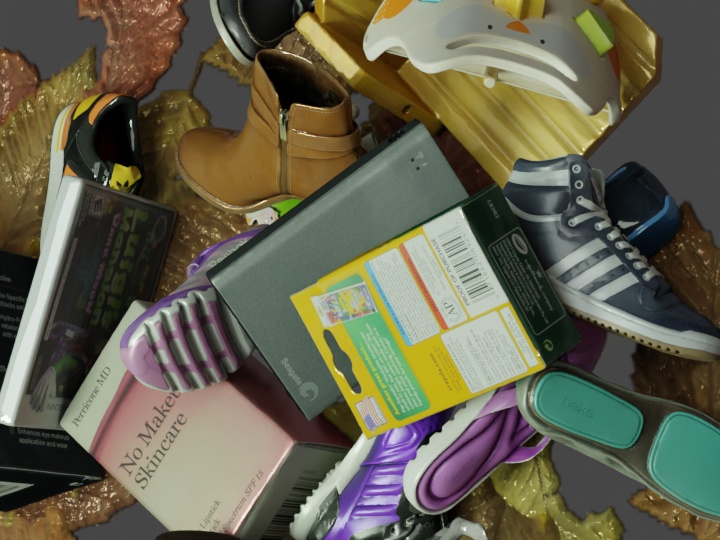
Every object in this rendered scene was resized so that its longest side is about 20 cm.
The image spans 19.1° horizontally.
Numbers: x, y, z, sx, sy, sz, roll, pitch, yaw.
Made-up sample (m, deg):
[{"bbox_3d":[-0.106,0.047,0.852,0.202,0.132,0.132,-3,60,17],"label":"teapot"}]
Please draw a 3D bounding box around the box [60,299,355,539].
[{"bbox_3d":[-0.121,0.134,1.716,0.200,0.109,0.128,38,101,29],"label":"box"}]

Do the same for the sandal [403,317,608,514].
[{"bbox_3d":[0.118,0.111,1.587,0.203,0.082,0.050,-48,44,6],"label":"sandal"}]

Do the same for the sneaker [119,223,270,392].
[{"bbox_3d":[-0.111,0.022,1.671,0.088,0.199,0.081,25,138,44],"label":"sneaker"}]

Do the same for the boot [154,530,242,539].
[{"bbox_3d":[-0.105,0.309,1.637,0.064,0.185,0.201,-104,37,-66],"label":"boot"}]

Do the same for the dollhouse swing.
[{"bbox_3d":[0.097,-0.180,1.623,0.200,0.181,0.176,-46,52,14],"label":"dollhouse swing"}]

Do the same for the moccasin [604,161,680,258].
[{"bbox_3d":[0.147,-0.006,1.615,0.199,0.080,0.069,-33,64,6],"label":"moccasin"}]

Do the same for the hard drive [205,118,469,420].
[{"bbox_3d":[0.000,0.000,1.627,0.199,0.140,0.033,-36,21,-5],"label":"hard drive"}]

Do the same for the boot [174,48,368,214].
[{"bbox_3d":[-0.075,-0.108,1.681,0.199,0.156,0.077,29,60,30],"label":"boot"}]

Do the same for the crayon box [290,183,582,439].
[{"bbox_3d":[0.051,0.033,1.542,0.199,0.051,0.127,-26,93,46],"label":"crayon box"}]

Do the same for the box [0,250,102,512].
[{"bbox_3d":[-0.332,0.089,1.796,0.117,0.196,0.202,-19,72,27],"label":"box"}]

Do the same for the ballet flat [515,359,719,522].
[{"bbox_3d":[0.201,0.118,1.543,0.199,0.064,0.068,27,87,-6],"label":"ballet flat"}]

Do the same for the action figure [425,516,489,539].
[{"bbox_3d":[0.013,0.273,1.595,0.192,0.201,0.105,-24,58,-8],"label":"action figure"}]

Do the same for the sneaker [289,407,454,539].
[{"bbox_3d":[0.039,0.159,1.649,0.099,0.069,0.201,42,107,22],"label":"sneaker"}]

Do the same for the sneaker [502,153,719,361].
[{"bbox_3d":[0.180,-0.014,1.528,0.199,0.070,0.109,23,89,19],"label":"sneaker"}]

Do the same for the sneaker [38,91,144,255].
[{"bbox_3d":[-0.221,-0.055,1.815,0.090,0.069,0.202,-17,69,52],"label":"sneaker"}]

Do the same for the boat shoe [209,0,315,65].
[{"bbox_3d":[-0.065,-0.226,1.709,0.062,0.200,0.073,-25,107,24],"label":"boat shoe"}]

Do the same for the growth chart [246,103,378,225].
[{"bbox_3d":[-0.019,-0.033,1.740,0.144,0.018,0.201,-37,63,19],"label":"growth chart"}]

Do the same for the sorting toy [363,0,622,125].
[{"bbox_3d":[0.105,-0.158,1.514,0.198,0.180,0.108,15,114,-3],"label":"sorting toy"}]

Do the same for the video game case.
[{"bbox_3d":[-0.221,0.032,1.750,0.023,0.182,0.202,16,89,20],"label":"video game case"}]
